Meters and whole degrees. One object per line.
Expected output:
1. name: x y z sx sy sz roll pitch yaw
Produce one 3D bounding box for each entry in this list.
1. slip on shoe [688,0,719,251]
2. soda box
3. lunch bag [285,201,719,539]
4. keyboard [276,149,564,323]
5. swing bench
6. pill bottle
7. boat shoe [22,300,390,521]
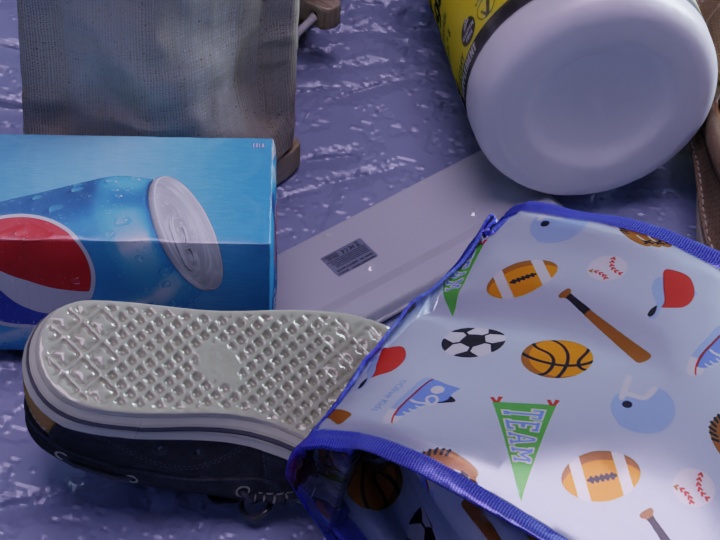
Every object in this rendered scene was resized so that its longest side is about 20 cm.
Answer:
1. slip on shoe: 0.179 -0.070 1.142 0.075 0.061 0.201 8 46 2
2. soda box: -0.134 -0.012 1.049 0.198 0.064 0.068 0 43 -1
3. lunch bag: 0.094 0.076 0.951 0.199 0.124 0.170 32 50 12
4. keyboard: 0.000 0.000 1.096 0.199 0.011 0.056 -28 49 -28
5. swing bench: -0.072 -0.153 1.103 0.129 0.200 0.201 8 46 2
6. pill bottle: 0.084 -0.138 1.162 0.111 0.113 0.201 -5 43 -10
7. boat shoe: -0.040 0.057 0.999 0.198 0.062 0.075 9 56 -18
